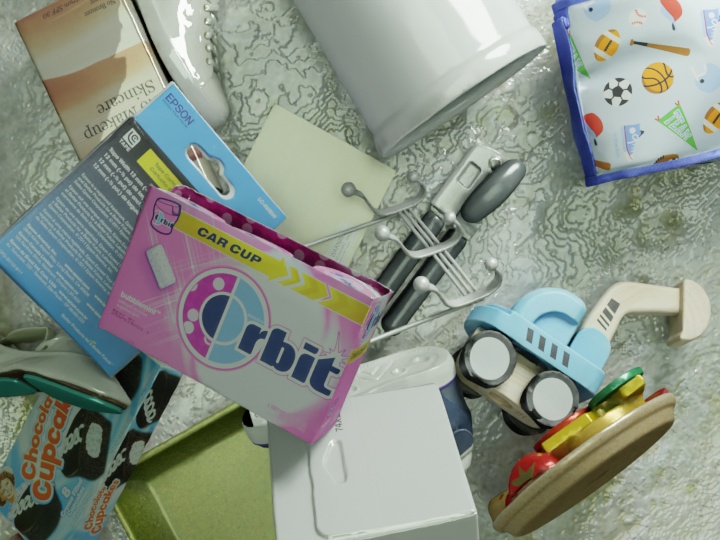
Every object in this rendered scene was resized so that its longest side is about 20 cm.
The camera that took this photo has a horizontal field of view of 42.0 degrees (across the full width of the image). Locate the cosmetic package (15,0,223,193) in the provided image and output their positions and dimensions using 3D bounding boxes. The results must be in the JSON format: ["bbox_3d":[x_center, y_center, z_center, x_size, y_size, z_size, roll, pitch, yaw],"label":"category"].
[{"bbox_3d":[-0.212,-0.142,0.840,0.102,0.087,0.203,-27,93,-1],"label":"cosmetic package"}]

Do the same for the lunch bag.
[{"bbox_3d":[0.274,-0.175,0.835,0.196,0.124,0.173,-14,93,-9],"label":"lunch bag"}]

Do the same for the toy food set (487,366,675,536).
[{"bbox_3d":[0.191,0.161,0.812,0.197,0.200,0.049,-36,66,0],"label":"toy food set"}]

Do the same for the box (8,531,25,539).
[{"bbox_3d":[-0.263,0.337,0.852,0.199,0.095,0.103,38,92,-2],"label":"box"}]

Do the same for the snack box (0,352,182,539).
[{"bbox_3d":[-0.251,0.150,0.848,0.115,0.037,0.202,29,92,32],"label":"snack box"}]

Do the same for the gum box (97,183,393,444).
[{"bbox_3d":[-0.090,0.026,0.699,0.197,0.066,0.115,26,100,11],"label":"gum box"}]

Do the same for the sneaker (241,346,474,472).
[{"bbox_3d":[0.007,0.162,0.828,0.196,0.081,0.149,-16,110,-9],"label":"sneaker"}]

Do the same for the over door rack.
[{"bbox_3d":[0.000,0.000,0.791,0.198,0.148,0.067,-28,137,-10],"label":"over door rack"}]

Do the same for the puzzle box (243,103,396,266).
[{"bbox_3d":[-0.069,-0.035,0.878,0.131,0.025,0.202,28,91,-3],"label":"puzzle box"}]

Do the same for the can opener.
[{"bbox_3d":[0.072,-0.030,0.866,0.052,0.066,0.201,37,96,-4],"label":"can opener"}]

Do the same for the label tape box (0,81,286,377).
[{"bbox_3d":[-0.180,-0.035,0.770,0.199,0.066,0.144,-41,106,2],"label":"label tape box"}]

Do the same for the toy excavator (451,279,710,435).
[{"bbox_3d":[0.201,0.059,0.859,0.193,0.100,0.202,32,76,5],"label":"toy excavator"}]

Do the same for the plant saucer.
[{"bbox_3d":[-0.107,0.229,0.876,0.197,0.048,0.202,-28,93,0],"label":"plant saucer"}]

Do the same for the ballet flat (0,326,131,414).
[{"bbox_3d":[-0.275,0.081,0.825,0.197,0.069,0.071,1,92,32],"label":"ballet flat"}]

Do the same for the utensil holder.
[{"bbox_3d":[0.037,-0.229,0.804,0.168,0.170,0.202,-32,92,0],"label":"utensil holder"}]

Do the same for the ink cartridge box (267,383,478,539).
[{"bbox_3d":[0.012,0.221,0.742,0.143,0.148,0.203,-9,123,-3],"label":"ink cartridge box"}]

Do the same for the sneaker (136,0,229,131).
[{"bbox_3d":[-0.150,-0.231,0.845,0.083,0.073,0.203,-24,91,2],"label":"sneaker"}]
